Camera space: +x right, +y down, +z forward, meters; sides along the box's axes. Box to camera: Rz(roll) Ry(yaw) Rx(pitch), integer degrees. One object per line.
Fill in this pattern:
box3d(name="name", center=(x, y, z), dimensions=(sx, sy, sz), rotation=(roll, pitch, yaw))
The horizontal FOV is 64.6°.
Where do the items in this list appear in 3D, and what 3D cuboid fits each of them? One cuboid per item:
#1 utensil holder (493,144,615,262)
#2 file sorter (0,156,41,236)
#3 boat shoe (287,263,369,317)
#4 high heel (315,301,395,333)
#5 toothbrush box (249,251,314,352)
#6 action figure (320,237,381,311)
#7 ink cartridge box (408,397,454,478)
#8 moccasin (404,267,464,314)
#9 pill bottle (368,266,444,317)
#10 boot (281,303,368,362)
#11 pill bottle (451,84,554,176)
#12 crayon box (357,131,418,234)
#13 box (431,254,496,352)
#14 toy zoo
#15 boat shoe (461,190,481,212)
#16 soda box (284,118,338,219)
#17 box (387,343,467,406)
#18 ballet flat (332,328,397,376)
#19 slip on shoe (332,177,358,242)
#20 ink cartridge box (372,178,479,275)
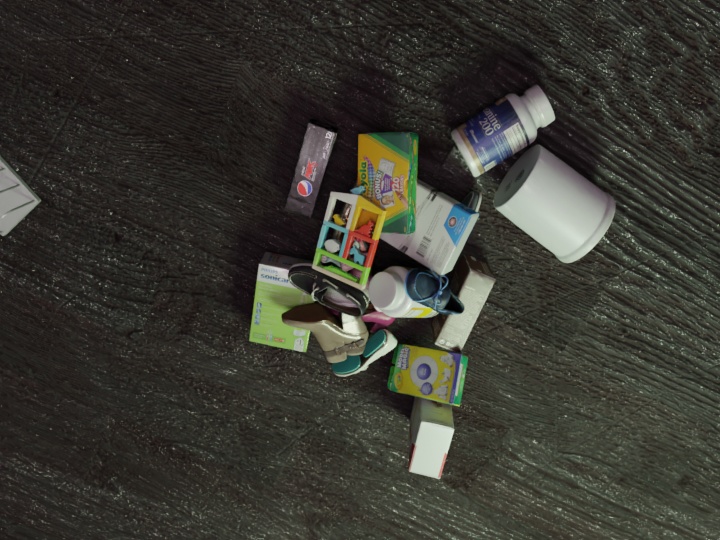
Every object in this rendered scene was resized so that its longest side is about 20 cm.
box3d(name="utensil holder", center=(0.409, -0.145, 1.215), dimensions=(0.198, 0.171, 0.171), rotation=(34, 109, -8))
box3d(name="file sorter", center=(-0.868, -0.179, 1.282), dimensions=(0.137, 0.125, 0.201), rotation=(-35, 106, 15))
box3d(name="boat shoe", center=(-0.075, 0.046, 1.263), dimensions=(0.196, 0.061, 0.075), rotation=(23, 132, 1))
box3d(name="high heel", center=(-0.007, 0.086, 1.373), dimensions=(0.196, 0.068, 0.097), rotation=(18, 121, -20))
box3d(name="toothbrush box", center=(-0.180, 0.076, 1.367), dimensions=(0.141, 0.086, 0.205), rotation=(10, 112, -2))
box3d(name="action figure", center=(0.000, 0.000, 1.287), dimensions=(0.148, 0.133, 0.203), rotation=(34, 143, 25))
box3d(name="ink cartridge box", center=(0.171, 0.380, 1.407), dimensions=(0.081, 0.201, 0.149), rotation=(11, 112, 1))
box3d(name="moccasin", center=(0.164, 0.044, 1.209), dimensions=(0.067, 0.198, 0.083), rotation=(13, 84, 38))
box3d(name="pill bottle", center=(0.105, 0.049, 1.279), dimensions=(0.107, 0.198, 0.113), rotation=(-4, 83, 37))
box3d(name="boot", center=(-0.078, 0.152, 1.330), dimensions=(0.194, 0.071, 0.149), rotation=(-5, 125, 0))
box3d(name="pill bottle", center=(0.298, -0.295, 1.192), dimensions=(0.197, 0.111, 0.112), rotation=(-31, 107, 13))
box3d(name="crayon box", center=(0.056, -0.183, 1.195), dimensions=(0.116, 0.058, 0.206), rotation=(5, 100, 25))
box3d(name="box", center=(0.239, 0.077, 1.343), dimensions=(0.073, 0.101, 0.204), rotation=(18, 111, -6))
box3d(name="toy zoo", center=(-0.022, -0.079, 1.201), dimensions=(0.129, 0.020, 0.205), rotation=(22, 105, 20))
box3d(name="boat shoe", center=(0.199, -0.102, 1.291), dimensions=(0.061, 0.073, 0.202), rotation=(29, 114, -13))
box3d(name="soda box", center=(-0.109, -0.223, 1.263), dimensions=(0.069, 0.064, 0.204), rotation=(18, 110, -4))
box3d(name="box", center=(0.152, 0.245, 1.370), dimensions=(0.196, 0.048, 0.121), rotation=(3, 75, 36))
box3d(name="ballet flat", center=(0.014, 0.214, 1.420), dimensions=(0.199, 0.070, 0.070), rotation=(-37, 106, 29))
box3d(name="slip on shoe", center=(-0.009, -0.138, 1.289), dimensions=(0.060, 0.074, 0.203), rotation=(27, 105, -10))
box3d(name="ink cartridge box", center=(0.137, -0.107, 1.247), dimensions=(0.198, 0.084, 0.149), rotation=(33, 110, 18))
